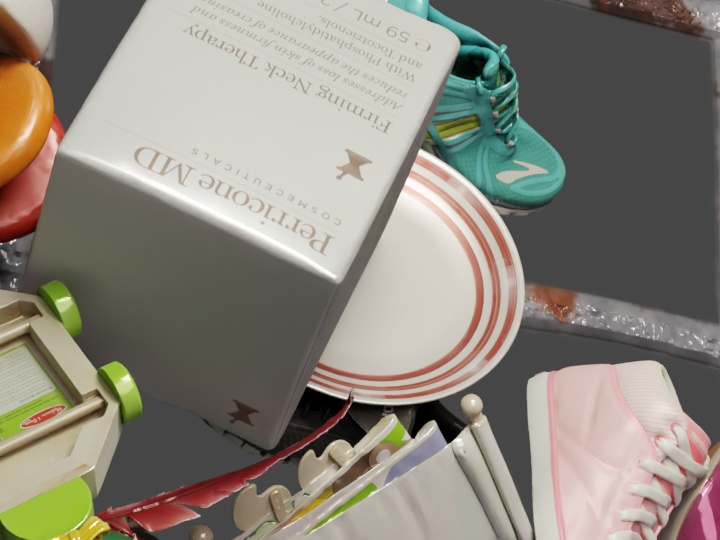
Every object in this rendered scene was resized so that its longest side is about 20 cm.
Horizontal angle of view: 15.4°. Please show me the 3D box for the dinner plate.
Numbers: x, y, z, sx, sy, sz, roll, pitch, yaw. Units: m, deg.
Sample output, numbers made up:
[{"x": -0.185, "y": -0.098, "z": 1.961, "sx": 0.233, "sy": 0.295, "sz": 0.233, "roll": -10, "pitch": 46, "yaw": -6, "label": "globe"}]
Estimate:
[{"x": 0.000, "y": 0.000, "z": 1.573, "sx": 0.199, "sy": 0.024, "sz": 0.201, "roll": 9, "pitch": 51, "yaw": -11, "label": "dinner plate"}]

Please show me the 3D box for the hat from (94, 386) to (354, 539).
[{"x": -0.132, "y": 0.148, "z": 1.443, "sx": 0.199, "sy": 0.166, "sz": 0.177, "roll": 18, "pitch": 45, "yaw": 6, "label": "hat"}]

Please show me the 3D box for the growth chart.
[{"x": 0.007, "y": 0.153, "z": 1.510, "sx": 0.199, "sy": 0.018, "sz": 0.146, "roll": -26, "pitch": 116, "yaw": -17, "label": "growth chart"}]

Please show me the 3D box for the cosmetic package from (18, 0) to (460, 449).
[{"x": -0.068, "y": -0.048, "z": 1.465, "sx": 0.166, "sy": 0.167, "sz": 0.201, "roll": 25, "pitch": 51, "yaw": 1, "label": "cosmetic package"}]

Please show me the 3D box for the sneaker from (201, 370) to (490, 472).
[{"x": -0.003, "y": 0.085, "z": 1.560, "sx": 0.199, "sy": 0.091, "sz": 0.067, "roll": 25, "pitch": 57, "yaw": -11, "label": "sneaker"}]

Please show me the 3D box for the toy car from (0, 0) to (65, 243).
[{"x": -0.233, "y": -0.079, "z": 1.485, "sx": 0.150, "sy": 0.200, "sz": 0.175, "roll": 43, "pitch": 72, "yaw": -19, "label": "toy car"}]

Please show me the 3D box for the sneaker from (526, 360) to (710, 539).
[{"x": 0.159, "y": 0.137, "z": 1.581, "sx": 0.104, "sy": 0.075, "sz": 0.201, "roll": -13, "pitch": 52, "yaw": 14, "label": "sneaker"}]

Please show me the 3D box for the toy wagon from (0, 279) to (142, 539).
[{"x": -0.189, "y": 0.087, "z": 1.355, "sx": 0.154, "sy": 0.040, "sz": 0.200, "roll": -25, "pitch": 51, "yaw": -21, "label": "toy wagon"}]

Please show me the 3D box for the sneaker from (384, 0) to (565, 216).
[{"x": 0.068, "y": -0.104, "z": 1.667, "sx": 0.200, "sy": 0.079, "sz": 0.078, "roll": 40, "pitch": 44, "yaw": -34, "label": "sneaker"}]

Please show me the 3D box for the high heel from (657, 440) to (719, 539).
[{"x": 0.218, "y": 0.192, "z": 1.619, "sx": 0.096, "sy": 0.067, "sz": 0.201, "roll": 33, "pitch": 59, "yaw": -2, "label": "high heel"}]
